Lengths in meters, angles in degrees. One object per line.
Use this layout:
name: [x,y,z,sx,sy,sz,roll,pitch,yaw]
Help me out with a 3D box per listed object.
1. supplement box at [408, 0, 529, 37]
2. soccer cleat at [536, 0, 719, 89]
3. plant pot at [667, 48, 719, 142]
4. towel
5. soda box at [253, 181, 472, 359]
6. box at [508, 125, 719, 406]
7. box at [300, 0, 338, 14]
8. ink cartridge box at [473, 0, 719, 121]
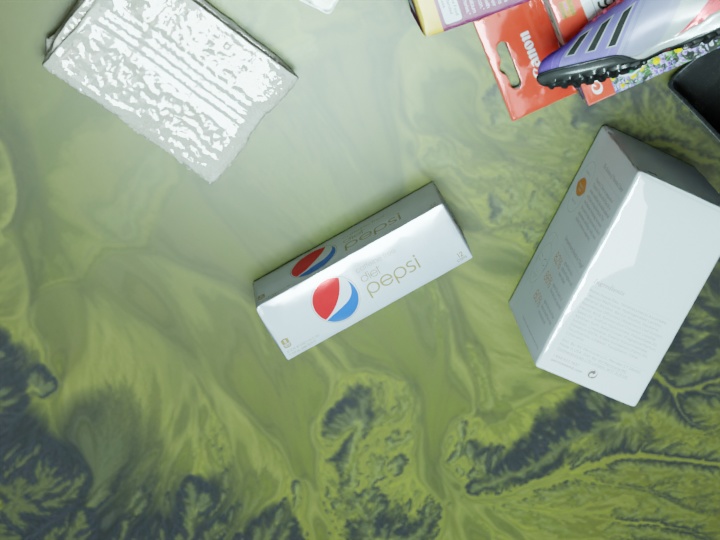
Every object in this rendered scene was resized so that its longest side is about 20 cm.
supplement box: [0.123,-0.302,1.458,0.199,0.103,0.132,-18,112,2]
soccer cleat: [0.242,-0.216,1.478,0.199,0.068,0.074,-20,87,7]
plant pot: [0.429,-0.137,1.515,0.199,0.200,0.177,-40,122,9]
towel: [-0.171,-0.181,1.513,0.200,0.035,0.133,36,105,-18]
soda box: [0.000,0.000,1.578,0.199,0.068,0.064,-30,111,6]
box: [0.236,-0.006,1.555,0.106,0.152,0.201,23,107,-13]
box: [-0.043,-0.288,1.395,0.077,0.200,0.095,26,106,-15]
ink cartridge box: [0.214,-0.214,1.528,0.199,0.050,0.109,-24,111,3]
